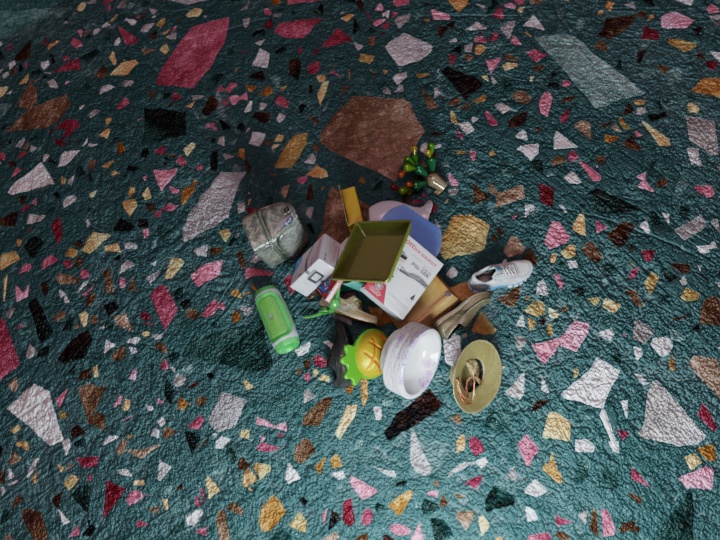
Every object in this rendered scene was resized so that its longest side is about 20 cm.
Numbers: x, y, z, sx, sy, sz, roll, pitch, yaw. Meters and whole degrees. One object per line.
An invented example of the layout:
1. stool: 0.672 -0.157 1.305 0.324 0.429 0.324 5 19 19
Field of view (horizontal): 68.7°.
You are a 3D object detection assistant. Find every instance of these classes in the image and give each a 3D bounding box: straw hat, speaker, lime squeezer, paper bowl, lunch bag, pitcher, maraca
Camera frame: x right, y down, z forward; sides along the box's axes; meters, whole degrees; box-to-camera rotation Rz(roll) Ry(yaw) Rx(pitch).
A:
1. straw hat: 0.295 0.287 1.460 0.085 0.200 0.203 -2 61 55
2. speaker: -0.256 0.148 1.612 0.088 0.089 0.202 -27 67 -1
3. lime squeezer: -0.101 0.098 1.561 0.200 0.038 0.071 -49 68 22
4. paper bowl: 0.130 0.240 1.451 0.103 0.201 0.202 17 72 37
5. lunch bag: -0.257 -0.118 1.649 0.166 0.200 0.141 -28 68 -1
6. pitcher: 0.125 -0.131 1.642 0.197 0.121 0.175 -2 83 -3
7. maraca: 0.018 0.242 1.488 0.106 0.199 0.139 -12 95 45

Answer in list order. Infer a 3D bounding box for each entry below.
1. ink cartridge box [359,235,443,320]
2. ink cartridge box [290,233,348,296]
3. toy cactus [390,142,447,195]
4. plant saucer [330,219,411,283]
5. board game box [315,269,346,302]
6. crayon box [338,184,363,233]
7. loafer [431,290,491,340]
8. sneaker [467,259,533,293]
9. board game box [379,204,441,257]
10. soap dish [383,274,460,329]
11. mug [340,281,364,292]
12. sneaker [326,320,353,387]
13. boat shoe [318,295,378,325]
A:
1. ink cartridge box: 0.115 0.018 1.486 0.146 0.083 0.201 38 80 -2
2. ink cartridge box: -0.124 -0.027 1.585 0.200 0.066 0.117 -41 27 36
3. toy cactus: 0.203 -0.310 1.713 0.164 0.102 0.201 35 75 0
4. plant saucer: 0.038 -0.043 1.444 0.198 0.048 0.202 2 57 39
5. board game box: -0.096 0.021 1.580 0.019 0.200 0.104 33 92 -22
6. crayon box: -0.017 -0.166 1.623 0.050 0.200 0.129 -15 67 4
7. loafer: 0.303 0.132 1.530 0.199 0.076 0.068 -36 68 6
8. sneaker: 0.415 0.011 1.546 0.197 0.087 0.076 -19 66 1
9. board game box: 0.141 -0.093 1.576 0.199 0.039 0.159 34 79 2
10. soap dish: 0.171 0.088 1.562 0.199 0.081 0.158 -38 68 -4
11. mug: 0.005 -0.010 1.604 0.184 0.113 0.154 -11 63 50
12. sneaker: -0.061 0.246 1.550 0.089 0.076 0.203 -15 65 12
13. boat shoe: -0.031 0.108 1.593 0.197 0.074 0.070 19 80 17
